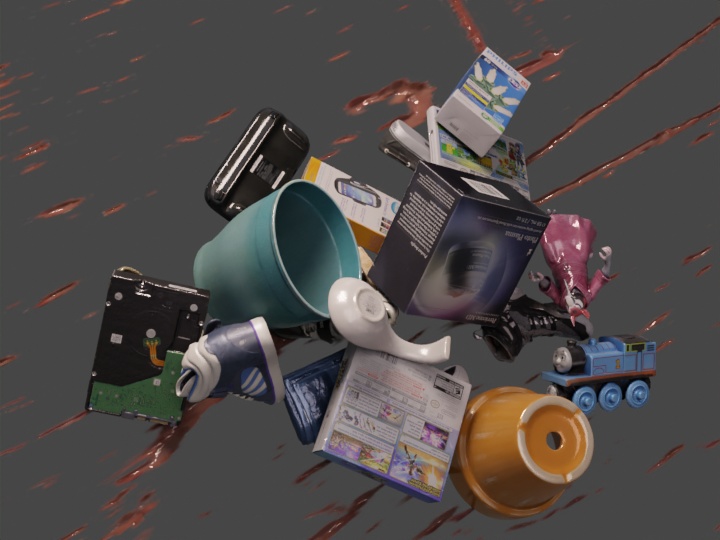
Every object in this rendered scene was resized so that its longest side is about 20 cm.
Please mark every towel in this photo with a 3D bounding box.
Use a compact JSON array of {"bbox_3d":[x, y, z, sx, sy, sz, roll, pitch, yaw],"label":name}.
[{"bbox_3d":[-0.019,0.177,1.557,0.198,0.049,0.113,-22,83,-23],"label":"towel"}]

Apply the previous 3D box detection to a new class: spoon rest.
[{"bbox_3d":[0.034,0.080,1.454,0.199,0.060,0.100,29,49,-23],"label":"spoon rest"}]

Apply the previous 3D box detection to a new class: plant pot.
[{"bbox_3d":[-0.130,-0.003,1.479,0.200,0.187,0.202,34,46,-44],"label":"plant pot"},{"bbox_3d":[0.250,0.264,1.543,0.198,0.183,0.203,5,73,-16],"label":"plant pot"}]

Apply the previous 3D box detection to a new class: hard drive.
[{"bbox_3d":[-0.296,0.110,1.437,0.138,0.038,0.202,12,104,-10],"label":"hard drive"}]

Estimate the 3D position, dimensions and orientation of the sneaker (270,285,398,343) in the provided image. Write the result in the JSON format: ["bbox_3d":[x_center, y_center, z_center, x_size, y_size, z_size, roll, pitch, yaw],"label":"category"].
[{"bbox_3d":[-0.040,0.067,1.537,0.197,0.089,0.075,-11,106,0],"label":"sneaker"}]

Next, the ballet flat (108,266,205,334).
[{"bbox_3d":[-0.283,0.070,1.489,0.200,0.075,0.068,43,67,-2],"label":"ballet flat"}]

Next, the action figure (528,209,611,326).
[{"bbox_3d":[0.328,0.007,1.653,0.132,0.150,0.202,-3,57,4],"label":"action figure"}]

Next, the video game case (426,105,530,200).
[{"bbox_3d":[0.197,-0.162,1.692,0.198,0.022,0.184,16,56,-30],"label":"video game case"}]

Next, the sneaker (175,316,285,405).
[{"bbox_3d":[-0.189,0.147,1.447,0.145,0.201,0.081,-21,59,-12],"label":"sneaker"}]

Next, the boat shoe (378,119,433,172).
[{"bbox_3d":[0.115,-0.166,1.698,0.199,0.069,0.057,39,111,-16],"label":"boat shoe"}]

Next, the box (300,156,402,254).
[{"bbox_3d":[-0.005,-0.093,1.615,0.199,0.042,0.120,28,34,-10],"label":"box"}]

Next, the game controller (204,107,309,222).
[{"bbox_3d":[-0.159,-0.160,1.623,0.104,0.042,0.201,39,66,-19],"label":"game controller"}]

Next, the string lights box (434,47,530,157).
[{"bbox_3d":[0.205,-0.282,1.717,0.102,0.059,0.200,38,41,-4],"label":"string lights box"}]

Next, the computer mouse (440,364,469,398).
[{"bbox_3d":[0.102,0.215,1.569,0.199,0.044,0.110,-36,117,-24],"label":"computer mouse"}]

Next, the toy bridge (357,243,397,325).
[{"bbox_3d":[0.000,0.000,1.605,0.027,0.067,0.201,-31,85,-23],"label":"toy bridge"}]

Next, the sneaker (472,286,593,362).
[{"bbox_3d":[0.273,0.101,1.662,0.198,0.075,0.115,21,72,-7],"label":"sneaker"}]

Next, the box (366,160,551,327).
[{"bbox_3d":[0.149,-0.034,1.552,0.198,0.200,0.123,9,25,-38],"label":"box"}]

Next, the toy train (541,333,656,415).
[{"bbox_3d":[0.383,0.164,1.655,0.198,0.086,0.116,-3,95,-24],"label":"toy train"}]

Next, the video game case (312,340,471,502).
[{"bbox_3d":[0.049,0.213,1.489,0.199,0.045,0.183,27,65,-17],"label":"video game case"}]
